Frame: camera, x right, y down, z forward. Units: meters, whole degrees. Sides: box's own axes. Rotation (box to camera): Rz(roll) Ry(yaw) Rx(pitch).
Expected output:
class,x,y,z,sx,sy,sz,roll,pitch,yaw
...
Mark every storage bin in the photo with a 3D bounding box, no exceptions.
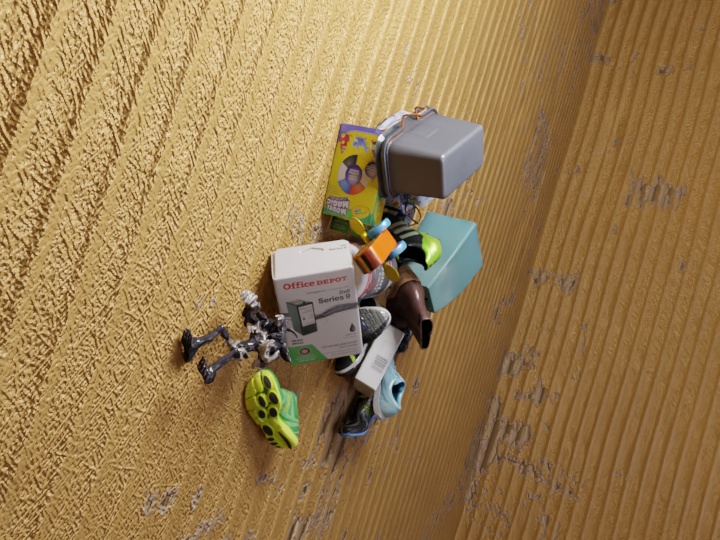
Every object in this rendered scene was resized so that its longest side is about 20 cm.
class,x,y,z,sx,sy,sz,roll,pitch,yaw
storage bin,0.137,-0.221,1.095,0.199,0.132,0.149,-41,135,-39

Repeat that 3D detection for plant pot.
class,x,y,z,sx,sy,sz,roll,pitch,yaw
plant pot,0.182,-0.009,1.424,0.201,0.139,0.143,-51,140,-28

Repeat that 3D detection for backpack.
class,x,y,z,sx,sy,sz,roll,pitch,yaw
backpack,0.106,-0.240,1.285,0.200,0.151,0.194,-47,132,-37

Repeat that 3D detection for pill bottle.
class,x,y,z,sx,sy,sz,roll,pitch,yaw
pill bottle,0.000,0.000,1.227,0.199,0.113,0.119,-8,111,-66

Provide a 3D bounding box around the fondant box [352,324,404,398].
class,x,y,z,sx,sy,sz,roll,pitch,yaw
fondant box,0.039,0.214,1.395,0.146,0.057,0.200,-61,175,-15

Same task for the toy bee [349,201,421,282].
class,x,y,z,sx,sy,sz,roll,pitch,yaw
toy bee,0.035,-0.038,1.075,0.198,0.108,0.134,-12,73,-51

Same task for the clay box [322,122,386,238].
class,x,y,z,sx,sy,sz,roll,pitch,yaw
clay box,-0.003,-0.169,1.136,0.047,0.113,0.206,5,99,-61

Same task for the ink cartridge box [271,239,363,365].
class,x,y,z,sx,sy,sz,roll,pitch,yaw
ink cartridge box,-0.076,0.060,1.069,0.085,0.142,0.204,-104,-174,-54

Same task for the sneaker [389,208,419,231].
class,x,y,z,sx,sy,sz,roll,pitch,yaw
sneaker,0.106,-0.089,1.386,0.201,0.111,0.077,-49,138,-38

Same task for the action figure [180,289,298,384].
class,x,y,z,sx,sy,sz,roll,pitch,yaw
action figure,-0.173,0.105,0.932,0.197,0.120,0.103,-19,156,-41

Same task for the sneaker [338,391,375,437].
class,x,y,z,sx,sy,sz,roll,pitch,yaw
sneaker,0.003,0.351,1.496,0.199,0.069,0.085,-36,113,-48

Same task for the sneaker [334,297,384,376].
class,x,y,z,sx,sy,sz,roll,pitch,yaw
sneaker,-0.017,0.141,1.354,0.083,0.071,0.203,43,64,-26

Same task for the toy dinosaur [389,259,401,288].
class,x,y,z,sx,sy,sz,roll,pitch,yaw
toy dinosaur,0.075,-0.017,1.437,0.198,0.075,0.105,-18,109,-54

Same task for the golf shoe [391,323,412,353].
class,x,y,z,sx,sy,sz,roll,pitch,yaw
golf shoe,0.121,0.124,1.600,0.095,0.076,0.204,65,46,-76

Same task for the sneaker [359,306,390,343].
class,x,y,z,sx,sy,sz,roll,pitch,yaw
sneaker,-0.003,0.112,1.225,0.086,0.198,0.076,-27,90,-43

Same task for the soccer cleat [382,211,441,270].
class,x,y,z,sx,sy,sz,roll,pitch,yaw
soccer cleat,0.077,-0.066,1.254,0.081,0.197,0.069,-46,152,-38

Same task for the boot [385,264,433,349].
class,x,y,z,sx,sy,sz,roll,pitch,yaw
boot,0.109,0.109,1.307,0.203,0.070,0.169,91,-14,-47

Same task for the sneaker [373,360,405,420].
class,x,y,z,sx,sy,sz,roll,pitch,yaw
sneaker,0.083,0.282,1.507,0.074,0.080,0.204,46,34,-38

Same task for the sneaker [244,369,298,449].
class,x,y,z,sx,sy,sz,roll,pitch,yaw
sneaker,-0.164,0.253,1.120,0.085,0.072,0.203,-81,163,-49
